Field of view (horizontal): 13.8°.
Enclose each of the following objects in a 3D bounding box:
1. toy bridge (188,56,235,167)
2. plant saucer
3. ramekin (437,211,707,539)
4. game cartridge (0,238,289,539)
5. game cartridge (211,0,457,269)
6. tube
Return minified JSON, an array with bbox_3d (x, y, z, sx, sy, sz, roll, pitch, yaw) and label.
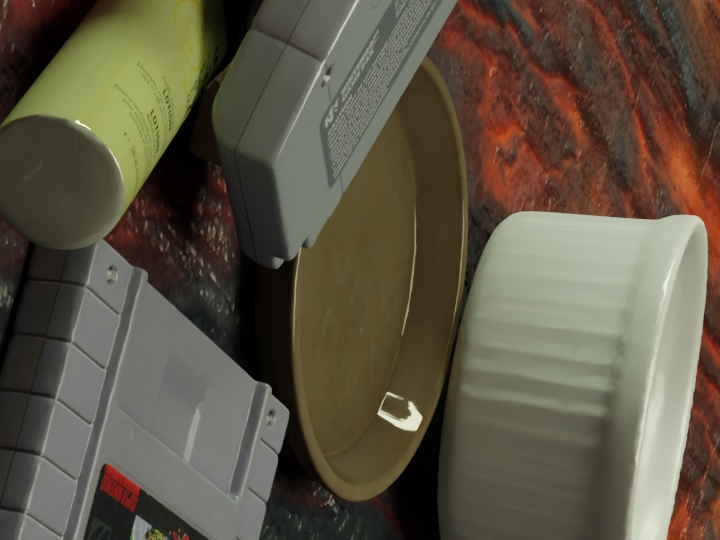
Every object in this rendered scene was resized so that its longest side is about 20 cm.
[{"bbox_3d":[-0.013,-0.110,1.213,0.200,0.027,0.067,-51,162,-53],"label":"toy bridge"},{"bbox_3d":[0.000,0.000,1.301,0.200,0.029,0.201,5,90,-68],"label":"plant saucer"},{"bbox_3d":[0.104,0.065,1.447,0.200,0.097,0.202,10,90,-77],"label":"ramekin"},{"bbox_3d":[-0.083,0.080,1.116,0.200,0.038,0.130,47,48,-62],"label":"game cartridge"},{"bbox_3d":[0.005,-0.108,1.134,0.201,0.040,0.133,-60,171,-18],"label":"game cartridge"},{"bbox_3d":[-0.078,-0.076,1.065,0.058,0.052,0.200,-49,-172,30],"label":"tube"}]
